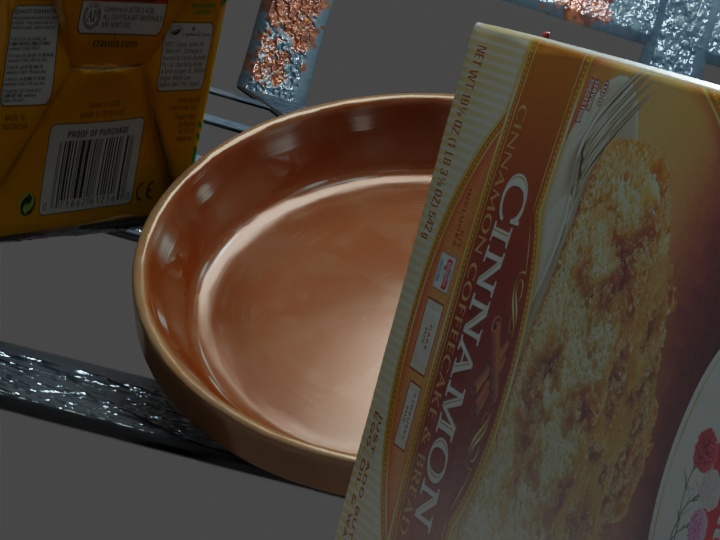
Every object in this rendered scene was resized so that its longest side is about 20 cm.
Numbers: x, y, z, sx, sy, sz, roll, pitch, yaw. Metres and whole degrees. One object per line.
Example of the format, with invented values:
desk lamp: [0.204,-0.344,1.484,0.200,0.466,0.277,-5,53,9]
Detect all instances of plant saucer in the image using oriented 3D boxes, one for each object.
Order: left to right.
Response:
plant saucer: [0.023,0.009,0.817,0.199,0.032,0.201,1,40,-1]

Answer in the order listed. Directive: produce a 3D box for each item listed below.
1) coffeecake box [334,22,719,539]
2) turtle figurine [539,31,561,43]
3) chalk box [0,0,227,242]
coffeecake box: [0.074,0.037,0.539,0.073,0.154,0.200,13,7,-23]
turtle figurine: [0.122,-0.021,0.930,0.199,0.101,0.150,14,22,-26]
chalk box: [-0.162,-0.100,0.857,0.199,0.125,0.125,21,16,30]
